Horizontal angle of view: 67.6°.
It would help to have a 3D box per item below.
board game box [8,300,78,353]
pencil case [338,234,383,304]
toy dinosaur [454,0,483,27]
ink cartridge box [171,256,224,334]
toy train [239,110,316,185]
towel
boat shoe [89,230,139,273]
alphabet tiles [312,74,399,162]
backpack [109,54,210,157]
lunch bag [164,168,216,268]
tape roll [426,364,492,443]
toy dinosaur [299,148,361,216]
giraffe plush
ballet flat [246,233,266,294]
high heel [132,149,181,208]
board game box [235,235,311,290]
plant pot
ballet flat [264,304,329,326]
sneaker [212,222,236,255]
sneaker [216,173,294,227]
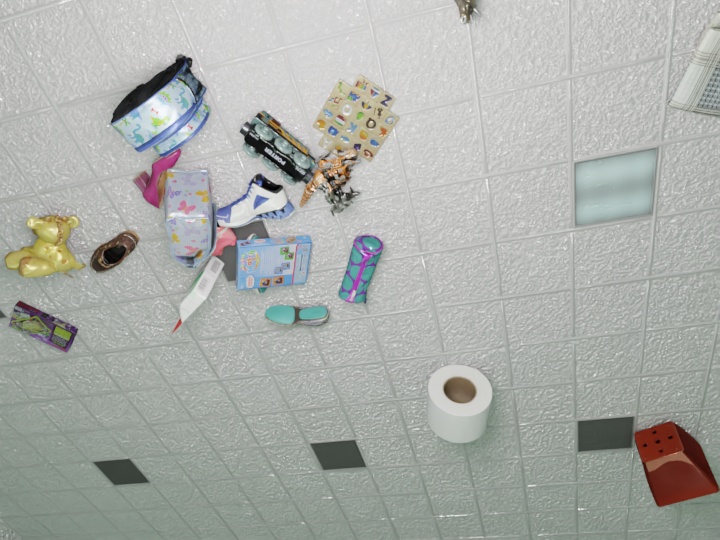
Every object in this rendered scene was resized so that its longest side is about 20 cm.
[{"bbox_3d":[-1.046,0.188,1.777,0.199,0.032,0.120,31,121,-16],"label":"board game box"},{"bbox_3d":[0.000,0.000,1.478,0.084,0.093,0.201,14,127,-5],"label":"pencil case"},{"bbox_3d":[0.205,-0.583,1.023,0.101,0.077,0.202,5,124,-14],"label":"toy dinosaur"},{"bbox_3d":[-0.481,0.069,1.538,0.050,0.162,0.199,39,123,-21],"label":"ink cartridge box"},{"bbox_3d":[-0.187,-0.285,1.254,0.199,0.115,0.085,35,125,-16],"label":"toy train"},{"bbox_3d":[0.769,-0.414,1.108,0.190,0.035,0.202,10,128,-2],"label":"towel"},{"bbox_3d":[-0.713,-0.044,1.533,0.199,0.071,0.070,-33,120,29],"label":"boat shoe"},{"bbox_3d":[-0.012,-0.347,1.260,0.165,0.006,0.200,27,126,-16],"label":"alphabet tiles"},{"bbox_3d":[-0.432,-0.344,1.183,0.182,0.201,0.147,-24,122,22],"label":"backpack"},{"bbox_3d":[-0.425,-0.128,1.355,0.126,0.171,0.201,-1,144,-17],"label":"lunch bag"},{"bbox_3d":[0.310,0.421,1.706,0.200,0.204,0.140,2,128,5],"label":"tape roll"},{"bbox_3d":[-0.072,-0.217,1.333,0.136,0.102,0.199,51,140,-13],"label":"toy dinosaur"},{"bbox_3d":[-0.861,-0.078,1.483,0.198,0.173,0.164,12,108,10],"label":"giraffe plush"},{"bbox_3d":[-0.313,-0.018,1.521,0.068,0.070,0.202,1,129,5],"label":"ballet flat"},{"bbox_3d":[-0.490,-0.234,1.360,0.199,0.068,0.096,-22,114,39],"label":"high heel"},{"bbox_3d":[-0.240,-0.020,1.474,0.198,0.037,0.152,-6,132,-22],"label":"board game box"},{"bbox_3d":[1.040,0.634,1.813,0.199,0.200,0.177,-29,109,26],"label":"plant pot"},{"bbox_3d":[-0.189,0.144,1.631,0.198,0.072,0.073,-1,128,8],"label":"ballet flat"},{"bbox_3d":[-0.427,-0.064,1.485,0.199,0.074,0.087,-24,124,23],"label":"sneaker"},{"bbox_3d":[-0.275,-0.186,1.377,0.197,0.081,0.116,-9,123,5],"label":"sneaker"}]
